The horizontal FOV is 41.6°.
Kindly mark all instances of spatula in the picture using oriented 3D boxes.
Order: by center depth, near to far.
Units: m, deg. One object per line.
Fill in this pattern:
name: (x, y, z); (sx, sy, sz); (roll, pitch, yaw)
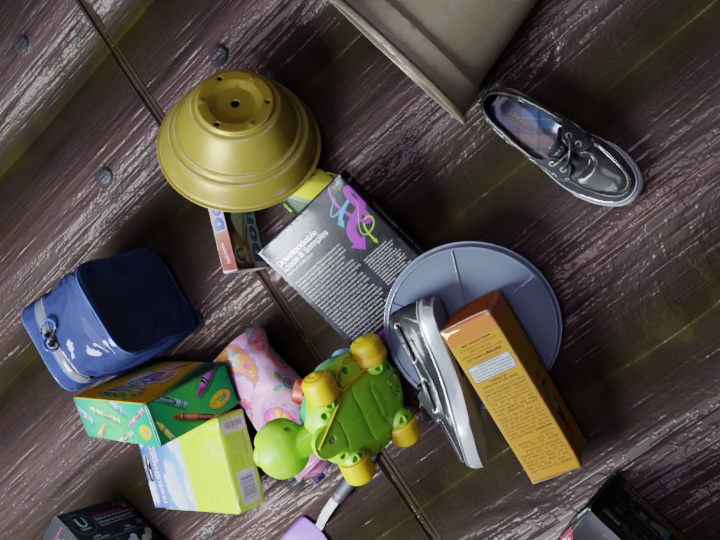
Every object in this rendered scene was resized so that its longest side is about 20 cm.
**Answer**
spatula: (-0.037, 0.298, 1.187); (0.056, 0.021, 0.200); (41, 108, 20)

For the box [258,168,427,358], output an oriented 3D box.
box: (0.000, 0.000, 1.103); (0.143, 0.036, 0.200); (-41, 101, 22)

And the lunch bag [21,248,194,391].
lunch bag: (-0.332, 0.069, 1.222); (0.132, 0.200, 0.136); (-33, 84, 26)

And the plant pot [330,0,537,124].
plant pot: (0.099, -0.292, 1.008); (0.200, 0.200, 0.184); (45, 100, 17)

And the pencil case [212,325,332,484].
pencil case: (-0.098, 0.167, 1.177); (0.087, 0.087, 0.200); (-47, 73, 20)

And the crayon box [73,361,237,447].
crayon box: (-0.261, 0.165, 1.196); (0.200, 0.119, 0.058); (-5, 106, 49)

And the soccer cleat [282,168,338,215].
soccer cleat: (-0.065, -0.103, 1.167); (0.084, 0.065, 0.200); (-40, 72, -1)

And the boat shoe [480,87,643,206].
boat shoe: (0.211, -0.136, 1.016); (0.200, 0.066, 0.070); (42, 109, 19)

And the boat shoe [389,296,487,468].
boat shoe: (0.089, 0.126, 1.047); (0.056, 0.069, 0.201); (-17, 97, 19)

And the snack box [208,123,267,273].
snack box: (-0.169, -0.096, 1.203); (0.024, 0.072, 0.201); (-16, 86, 25)

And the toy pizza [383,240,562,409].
toy pizza: (0.126, 0.061, 1.068); (0.199, 0.032, 0.201); (3, 108, 10)

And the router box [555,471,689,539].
router box: (0.298, 0.308, 0.950); (0.200, 0.150, 0.062); (44, 110, 18)

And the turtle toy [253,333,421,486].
turtle toy: (-0.032, 0.166, 1.079); (0.101, 0.200, 0.146); (3, 121, 54)

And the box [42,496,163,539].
box: (-0.379, 0.432, 1.301); (0.115, 0.132, 0.200); (38, 108, 23)

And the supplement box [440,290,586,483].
supplement box: (0.168, 0.127, 1.022); (0.069, 0.067, 0.200); (-30, 97, 25)

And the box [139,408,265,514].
box: (-0.211, 0.247, 1.224); (0.200, 0.048, 0.122); (-13, 92, 47)

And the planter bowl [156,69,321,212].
planter bowl: (-0.145, -0.175, 1.119); (0.200, 0.084, 0.201); (2, 62, -3)
